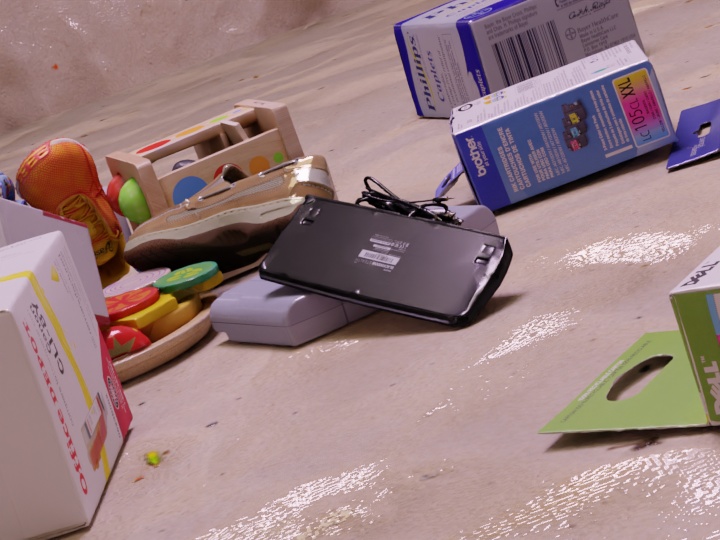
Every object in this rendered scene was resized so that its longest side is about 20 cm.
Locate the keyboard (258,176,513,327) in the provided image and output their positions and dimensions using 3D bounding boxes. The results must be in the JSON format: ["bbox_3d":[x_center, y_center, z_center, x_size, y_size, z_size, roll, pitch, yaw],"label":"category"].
[{"bbox_3d":[0.027,-0.009,1.445,0.200,0.040,0.104,15,61,41],"label":"keyboard"}]

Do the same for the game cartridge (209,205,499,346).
[{"bbox_3d":[0.000,0.000,1.535,0.200,0.041,0.133,-27,19,-30],"label":"game cartridge"}]

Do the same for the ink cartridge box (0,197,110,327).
[{"bbox_3d":[-0.304,0.025,1.484,0.200,0.083,0.147,-19,-12,16],"label":"ink cartridge box"}]

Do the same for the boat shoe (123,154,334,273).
[{"bbox_3d":[-0.102,-0.047,1.642,0.200,0.076,0.072,-12,-24,30],"label":"boat shoe"}]

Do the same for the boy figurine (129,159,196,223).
[{"bbox_3d":[-0.170,-0.063,1.992,0.124,0.065,0.200,-14,10,11],"label":"boy figurine"}]

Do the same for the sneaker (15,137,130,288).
[{"bbox_3d":[-0.239,-0.051,1.786,0.073,0.077,0.200,-39,-26,-6],"label":"sneaker"}]

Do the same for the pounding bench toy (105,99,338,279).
[{"bbox_3d":[-0.118,-0.055,1.735,0.156,0.125,0.200,-23,13,-15],"label":"pounding bench toy"}]

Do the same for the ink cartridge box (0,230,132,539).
[{"bbox_3d":[-0.214,0.074,1.293,0.083,0.146,0.200,-17,13,6],"label":"ink cartridge box"}]

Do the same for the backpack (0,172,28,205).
[{"bbox_3d":[-0.360,0.017,1.760,0.200,0.135,0.183,-28,6,-1],"label":"backpack"}]

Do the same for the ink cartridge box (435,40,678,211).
[{"bbox_3d":[0.147,-0.113,1.685,0.199,0.077,0.136,-19,11,7],"label":"ink cartridge box"}]

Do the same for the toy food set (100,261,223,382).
[{"bbox_3d":[-0.203,0.048,1.600,0.200,0.049,0.198,-8,17,43],"label":"toy food set"}]

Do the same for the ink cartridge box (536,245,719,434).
[{"bbox_3d":[0.196,0.018,1.065,0.200,0.076,0.148,-9,17,36],"label":"ink cartridge box"}]

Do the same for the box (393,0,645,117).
[{"bbox_3d":[0.159,-0.237,2.135,0.184,0.105,0.200,-23,13,-19],"label":"box"}]

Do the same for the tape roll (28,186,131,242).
[{"bbox_3d":[-0.320,-0.015,2.006,0.200,0.066,0.200,-19,13,5],"label":"tape roll"}]

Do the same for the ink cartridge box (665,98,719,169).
[{"bbox_3d":[0.338,-0.148,1.634,0.199,0.047,0.198,-14,14,16],"label":"ink cartridge box"}]
